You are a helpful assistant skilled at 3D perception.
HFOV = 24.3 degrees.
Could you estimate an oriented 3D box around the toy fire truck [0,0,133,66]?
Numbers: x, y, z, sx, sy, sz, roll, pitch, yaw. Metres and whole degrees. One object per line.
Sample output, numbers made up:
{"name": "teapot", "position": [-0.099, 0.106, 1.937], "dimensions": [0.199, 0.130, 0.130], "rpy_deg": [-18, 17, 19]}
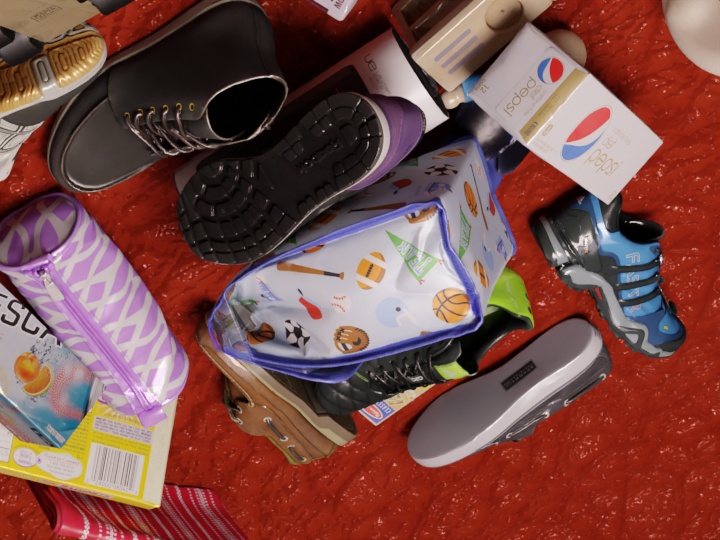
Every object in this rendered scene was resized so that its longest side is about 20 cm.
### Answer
{"name": "toy fire truck", "position": [-0.253, -0.233, 1.035], "dimensions": [0.128, 0.176, 0.200], "rpy_deg": [-27, 89, 6]}

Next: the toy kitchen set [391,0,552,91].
{"name": "toy kitchen set", "position": [0.067, -0.228, 1.108], "dimensions": [0.180, 0.163, 0.200], "rpy_deg": [-40, 128, 17]}

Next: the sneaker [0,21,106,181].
{"name": "sneaker", "position": [-0.259, -0.110, 1.177], "dimensions": [0.200, 0.076, 0.088], "rpy_deg": [-26, 147, 9]}

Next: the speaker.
{"name": "speaker", "position": [-0.035, -0.095, 1.241], "dimensions": [0.200, 0.081, 0.081], "rpy_deg": [-32, 131, 11]}

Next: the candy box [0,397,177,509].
{"name": "candy box", "position": [-0.245, 0.121, 1.345], "dimensions": [0.200, 0.102, 0.026], "rpy_deg": [20, 154, -29]}

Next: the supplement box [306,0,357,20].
{"name": "supplement box", "position": [-0.066, -0.259, 1.053], "dimensions": [0.200, 0.061, 0.109], "rpy_deg": [31, 118, -3]}

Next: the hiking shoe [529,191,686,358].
{"name": "hiking shoe", "position": [0.231, 0.004, 1.409], "dimensions": [0.087, 0.074, 0.200], "rpy_deg": [-38, 129, 16]}

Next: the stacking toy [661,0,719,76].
{"name": "stacking toy", "position": [0.336, -0.210, 1.257], "dimensions": [0.200, 0.146, 0.146], "rpy_deg": [1, 131, -43]}

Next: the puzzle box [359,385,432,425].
{"name": "puzzle box", "position": [0.005, 0.040, 1.402], "dimensions": [0.133, 0.025, 0.200], "rpy_deg": [-36, 130, 14]}

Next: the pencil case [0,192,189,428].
{"name": "pencil case", "position": [-0.205, 0.029, 1.287], "dimensions": [0.084, 0.086, 0.200], "rpy_deg": [-30, 132, 3]}

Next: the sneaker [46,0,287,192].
{"name": "sneaker", "position": [-0.142, -0.107, 1.180], "dimensions": [0.200, 0.106, 0.075], "rpy_deg": [-39, 129, 15]}

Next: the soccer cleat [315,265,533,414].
{"name": "soccer cleat", "position": [0.050, 0.066, 1.365], "dimensions": [0.200, 0.081, 0.068], "rpy_deg": [-34, 130, 11]}

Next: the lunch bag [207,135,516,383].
{"name": "lunch bag", "position": [0.000, 0.000, 1.229], "dimensions": [0.200, 0.170, 0.124], "rpy_deg": [-16, 103, 18]}

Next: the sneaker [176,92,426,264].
{"name": "sneaker", "position": [-0.038, -0.061, 1.172], "dimensions": [0.200, 0.076, 0.087], "rpy_deg": [-25, 175, 34]}

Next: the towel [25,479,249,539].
{"name": "towel", "position": [-0.184, 0.202, 1.405], "dimensions": [0.200, 0.145, 0.023], "rpy_deg": [18, 100, -29]}

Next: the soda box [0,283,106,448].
{"name": "soda box", "position": [-0.286, 0.047, 1.252], "dimensions": [0.200, 0.068, 0.064], "rpy_deg": [49, 62, -29]}

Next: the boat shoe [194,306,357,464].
{"name": "boat shoe", "position": [-0.082, 0.107, 1.398], "dimensions": [0.068, 0.072, 0.200], "rpy_deg": [-36, 130, 12]}

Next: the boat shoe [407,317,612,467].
{"name": "boat shoe", "position": [0.137, 0.120, 1.486], "dimensions": [0.200, 0.070, 0.066], "rpy_deg": [-37, 128, 5]}

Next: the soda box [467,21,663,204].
{"name": "soda box", "position": [0.154, -0.111, 1.223], "dimensions": [0.068, 0.064, 0.200], "rpy_deg": [-49, 154, 9]}

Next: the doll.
{"name": "doll", "position": [0.108, -0.104, 1.299], "dimensions": [0.136, 0.048, 0.200], "rpy_deg": [15, 120, -38]}
